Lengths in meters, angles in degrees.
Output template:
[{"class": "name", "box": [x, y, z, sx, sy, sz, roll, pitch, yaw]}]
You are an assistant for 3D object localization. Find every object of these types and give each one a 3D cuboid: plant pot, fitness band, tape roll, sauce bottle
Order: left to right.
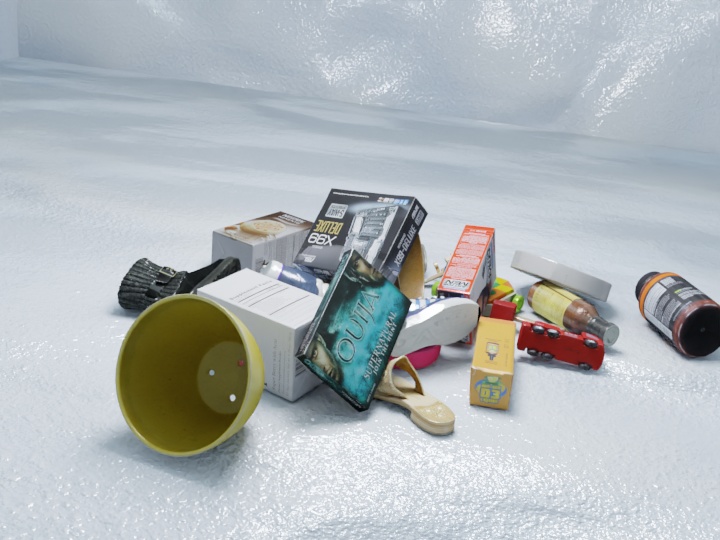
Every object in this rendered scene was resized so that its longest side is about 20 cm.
[{"class": "plant pot", "box": [-0.206, 0.141, 1.257, 0.196, 0.205, 0.142, 13, -3, 20]}, {"class": "plant pot", "box": [0.000, 0.000, 1.695, 0.196, 0.190, 0.186, -6, 16, 19]}, {"class": "fitness band", "box": [0.038, 0.113, 1.570, 0.195, 0.038, 0.144, 9, 21, 12]}, {"class": "tape roll", "box": [0.387, 0.010, 1.822, 0.199, 0.038, 0.203, 21, 1, 0]}, {"class": "sauce bottle", "box": [0.385, 0.080, 1.708, 0.065, 0.067, 0.200, -6, 24, -28]}]

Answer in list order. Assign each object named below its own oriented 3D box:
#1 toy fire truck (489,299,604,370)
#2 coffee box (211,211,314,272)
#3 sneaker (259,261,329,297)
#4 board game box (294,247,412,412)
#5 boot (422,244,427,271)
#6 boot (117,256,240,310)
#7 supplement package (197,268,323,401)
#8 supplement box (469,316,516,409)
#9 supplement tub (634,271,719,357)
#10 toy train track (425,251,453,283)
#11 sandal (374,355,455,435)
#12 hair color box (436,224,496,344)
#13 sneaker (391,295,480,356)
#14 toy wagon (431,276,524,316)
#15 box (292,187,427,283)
[{"class": "toy fire truck", "box": [0.318, 0.110, 1.624, 0.196, 0.050, 0.141, 14, 13, 6]}, {"class": "coffee box", "box": [-0.187, -0.050, 1.871, 0.113, 0.081, 0.199, 19, 25, 32]}, {"class": "sneaker", "box": [-0.111, 0.051, 1.611, 0.144, 0.082, 0.200, 26, -16, -10]}, {"class": "board game box", "box": [-0.007, 0.085, 1.387, 0.028, 0.135, 0.202, -23, 33, 47]}, {"class": "boot", "box": [0.028, -0.050, 1.942, 0.195, 0.074, 0.183, -5, 36, -9]}, {"class": "boot", "box": [-0.314, 0.019, 1.659, 0.155, 0.081, 0.211, 12, 22, 17]}, {"class": "supplement package", "box": [-0.143, 0.095, 1.445, 0.197, 0.124, 0.119, 18, 26, 31]}, {"class": "supplement box", "box": [0.210, 0.143, 1.494, 0.065, 0.070, 0.200, 8, 19, 8]}, {"class": "supplement tub", "box": [0.579, 0.070, 1.722, 0.104, 0.109, 0.200, 1, 21, -12]}, {"class": "toy train track", "box": [0.169, -0.016, 1.815, 0.113, 0.033, 0.200, -24, -6, -1]}, {"class": "sandal", "box": [0.067, 0.163, 1.397, 0.076, 0.071, 0.210, -10, 26, -36]}, {"class": "hair color box", "box": [0.191, 0.022, 1.660, 0.063, 0.113, 0.201, 7, 38, 20]}, {"class": "sneaker", "box": [0.082, 0.063, 1.546, 0.197, 0.082, 0.146, -16, 36, -28]}, {"class": "toy wagon", "box": [0.208, 0.051, 1.769, 0.153, 0.040, 0.198, 20, 25, 34]}, {"class": "box", "box": [-0.002, -0.054, 1.587, 0.197, 0.160, 0.050, 10, -25, 42]}]
